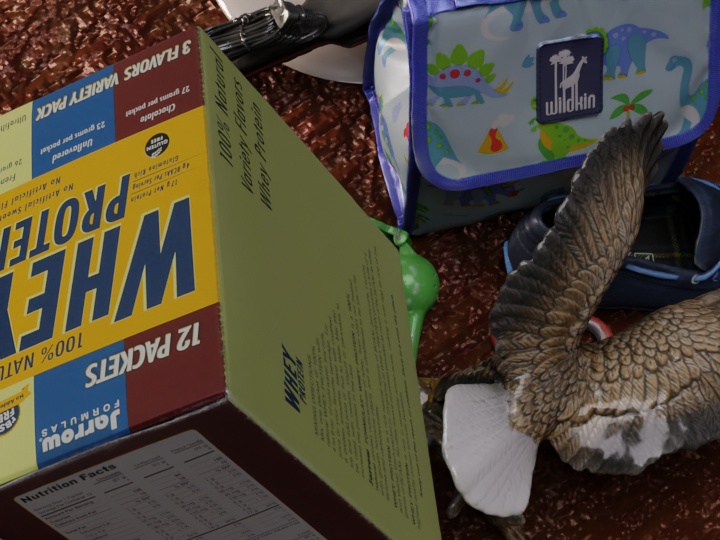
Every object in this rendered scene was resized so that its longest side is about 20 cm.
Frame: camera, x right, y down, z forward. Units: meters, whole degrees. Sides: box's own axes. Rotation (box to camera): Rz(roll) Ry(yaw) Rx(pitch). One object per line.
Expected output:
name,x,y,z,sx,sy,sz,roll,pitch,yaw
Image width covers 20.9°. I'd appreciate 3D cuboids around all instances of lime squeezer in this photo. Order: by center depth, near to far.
lime squeezer,0.000,0.000,1.085,0.071,0.038,0.200,-39,73,16

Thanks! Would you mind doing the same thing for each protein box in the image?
protein box,-0.073,0.042,0.887,0.134,0.200,0.199,-22,52,18

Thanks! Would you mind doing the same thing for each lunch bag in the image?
lunch bag,0.096,-0.108,1.039,0.169,0.200,0.128,-11,68,-8

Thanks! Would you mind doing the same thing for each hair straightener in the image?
hair straightener,-0.041,-0.143,1.083,0.199,0.077,0.041,-16,76,20

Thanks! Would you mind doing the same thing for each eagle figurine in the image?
eagle figurine,0.113,0.035,0.981,0.200,0.152,0.151,-34,58,13

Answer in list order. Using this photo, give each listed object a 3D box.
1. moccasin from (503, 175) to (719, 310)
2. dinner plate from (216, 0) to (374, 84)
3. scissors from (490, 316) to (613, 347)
moccasin,0.181,-0.013,1.071,0.199,0.068,0.081,-9,63,-12
dinner plate,0.003,-0.205,1.171,0.199,0.024,0.201,1,68,-4
scissors,0.169,0.060,1.072,0.199,0.014,0.074,6,65,1
